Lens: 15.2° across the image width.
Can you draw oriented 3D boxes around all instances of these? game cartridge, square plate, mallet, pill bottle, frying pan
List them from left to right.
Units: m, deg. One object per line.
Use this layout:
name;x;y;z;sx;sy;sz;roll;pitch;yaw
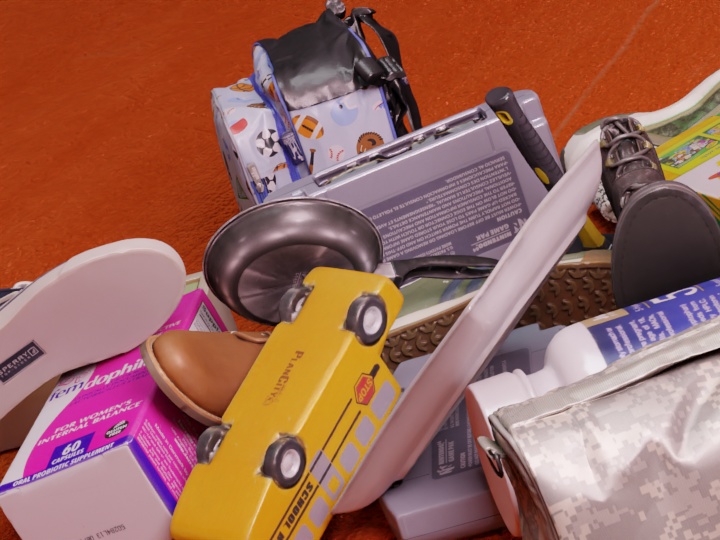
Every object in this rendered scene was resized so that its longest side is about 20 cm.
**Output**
frying pan;-0.011;0.010;1.711;0.115;0.190;0.031;-45;37;34
game cartridge;0.046;-0.028;1.838;0.200;0.133;0.041;-22;24;-5
game cartridge;0.072;0.102;1.663;0.133;0.040;0.200;-13;24;8
square plate;0.070;0.038;1.600;0.200;0.028;0.198;-50;-7;-48
mallet;0.140;-0.050;1.749;0.066;0.200;0.041;5;57;29
pill bottle;0.167;0.077;1.517;0.200;0.120;0.120;-17;23;-6

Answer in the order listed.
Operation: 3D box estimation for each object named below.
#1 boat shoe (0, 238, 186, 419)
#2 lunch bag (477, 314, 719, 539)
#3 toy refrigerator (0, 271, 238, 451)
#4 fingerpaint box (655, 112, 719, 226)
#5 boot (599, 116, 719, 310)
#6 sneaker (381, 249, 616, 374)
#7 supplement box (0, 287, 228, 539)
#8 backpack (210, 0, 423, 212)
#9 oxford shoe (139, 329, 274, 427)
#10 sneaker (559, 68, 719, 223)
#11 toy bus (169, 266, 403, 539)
boat shoe;-0.202;0.026;1.746;0.200;0.075;0.093;-30;26;10
lunch bag;0.175;0.113;1.391;0.200;0.168;0.139;-22;24;-4
toy refrigerator;-0.191;0.064;1.912;0.200;0.070;0.076;-15;24;12
fingerpaint box;0.306;-0.068;1.792;0.200;0.073;0.167;-30;24;-20
boot;0.172;-0.030;1.636;0.069;0.200;0.174;-16;48;2
sneaker;0.093;0.017;1.786;0.200;0.067;0.090;-18;26;9
supplement box;-0.139;0.112;1.711;0.101;0.103;0.200;-23;20;21
backpack;-0.017;-0.073;1.919;0.154;0.191;0.200;-25;18;4
oxford shoe;-0.063;0.057;1.690;0.071;0.071;0.200;-41;-25;22
sneaker;0.243;-0.080;1.893;0.200;0.077;0.089;-24;36;6
toy bus;-0.037;0.095;1.627;0.065;0.078;0.200;6;55;39
